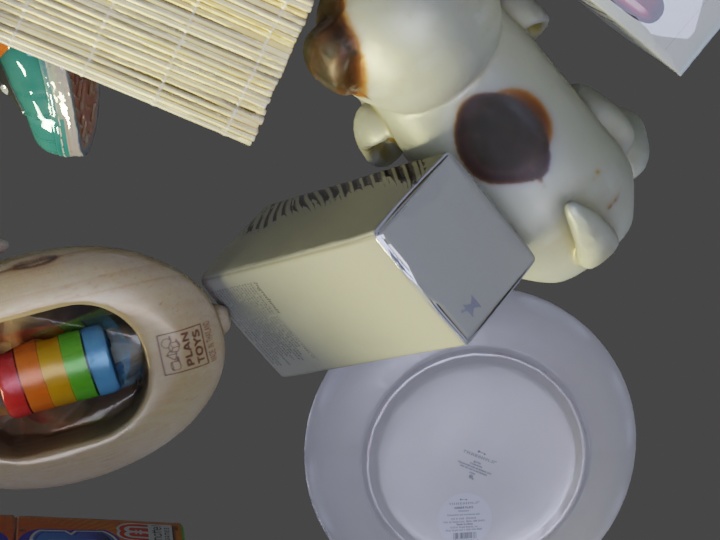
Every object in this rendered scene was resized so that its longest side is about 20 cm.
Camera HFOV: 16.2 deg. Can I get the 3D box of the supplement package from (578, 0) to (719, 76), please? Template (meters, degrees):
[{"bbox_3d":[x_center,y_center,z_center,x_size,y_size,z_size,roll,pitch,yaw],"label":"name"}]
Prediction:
[{"bbox_3d":[0.178,-0.225,1.353,0.111,0.156,0.200,37,97,-14],"label":"supplement package"}]

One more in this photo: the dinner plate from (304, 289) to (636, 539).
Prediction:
[{"bbox_3d":[0.067,0.108,1.496,0.199,0.024,0.201,-1,105,-5],"label":"dinner plate"}]

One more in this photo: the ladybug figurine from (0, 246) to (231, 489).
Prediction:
[{"bbox_3d":[-0.170,0.049,1.427,0.199,0.072,0.136,-11,109,-3],"label":"ladybug figurine"}]

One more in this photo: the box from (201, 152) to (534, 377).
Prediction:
[{"bbox_3d":[0.000,0.000,1.367,0.082,0.200,0.068,50,62,-16],"label":"box"}]

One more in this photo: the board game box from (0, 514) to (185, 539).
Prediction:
[{"bbox_3d":[-0.199,0.263,1.413,0.199,0.200,0.200,3,104,-7],"label":"board game box"}]

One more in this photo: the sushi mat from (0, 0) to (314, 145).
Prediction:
[{"bbox_3d":[-0.130,-0.145,1.333,0.200,0.012,0.096,22,109,-3],"label":"sushi mat"}]

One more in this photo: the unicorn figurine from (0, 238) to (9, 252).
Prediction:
[{"bbox_3d":[-0.306,-0.038,1.399,0.199,0.074,0.138,-16,106,-19],"label":"unicorn figurine"}]

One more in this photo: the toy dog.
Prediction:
[{"bbox_3d":[0.051,-0.089,1.361,0.139,0.194,0.200,-34,114,12],"label":"toy dog"}]

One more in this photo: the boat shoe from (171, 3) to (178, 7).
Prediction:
[{"bbox_3d":[-0.132,-0.203,1.370,0.065,0.074,0.203,-16,102,4],"label":"boat shoe"}]

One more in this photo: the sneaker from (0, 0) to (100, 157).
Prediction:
[{"bbox_3d":[-0.197,-0.154,1.380,0.080,0.071,0.201,-9,108,12],"label":"sneaker"}]
